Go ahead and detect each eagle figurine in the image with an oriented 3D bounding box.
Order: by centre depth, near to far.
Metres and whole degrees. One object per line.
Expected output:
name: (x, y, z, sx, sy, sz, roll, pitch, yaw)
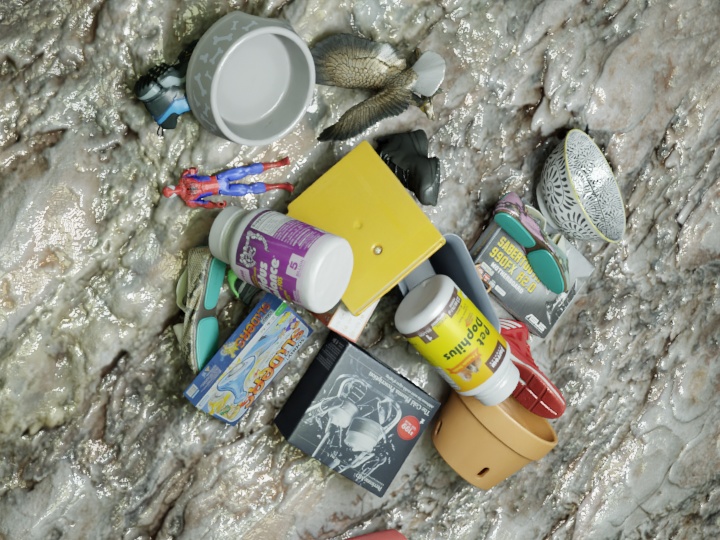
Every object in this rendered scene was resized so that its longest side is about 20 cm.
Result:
eagle figurine: (0.025, -0.274, 1.343, 0.197, 0.152, 0.153, -3, 120, -23)

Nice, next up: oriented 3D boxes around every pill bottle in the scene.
pill bottle: (-0.118, -0.023, 1.254, 0.112, 0.198, 0.114, -41, 142, -43)
pill bottle: (0.150, 0.110, 1.310, 0.109, 0.109, 0.200, -46, 110, -7)

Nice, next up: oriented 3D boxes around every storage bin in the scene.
storage bin: (0.126, 0.034, 1.420, 0.144, 0.134, 0.202, -31, 108, -12)

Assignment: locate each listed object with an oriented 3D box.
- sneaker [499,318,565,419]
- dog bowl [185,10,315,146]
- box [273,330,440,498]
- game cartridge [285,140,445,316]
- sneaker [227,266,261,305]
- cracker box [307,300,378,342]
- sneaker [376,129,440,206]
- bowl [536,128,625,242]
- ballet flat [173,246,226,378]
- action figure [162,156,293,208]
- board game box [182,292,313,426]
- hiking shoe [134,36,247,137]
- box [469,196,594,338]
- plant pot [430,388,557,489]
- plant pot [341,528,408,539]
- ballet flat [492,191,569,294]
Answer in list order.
sneaker: (0.284, 0.151, 1.482, 0.200, 0.079, 0.115, 43, 47, 12)
dog bowl: (-0.151, -0.273, 1.269, 0.198, 0.059, 0.203, -22, 130, -29)
box: (-0.006, 0.232, 1.422, 0.199, 0.104, 0.184, 34, 88, -20)
game cartridge: (0.001, -0.064, 1.298, 0.176, 0.032, 0.201, -39, 71, 5)
sneaker: (-0.107, -0.001, 1.364, 0.197, 0.077, 0.085, -20, 96, -4)
cracker box: (0.000, 0.000, 1.371, 0.057, 0.134, 0.202, 31, 87, -19)
sneaker: (0.071, -0.155, 1.348, 0.089, 0.201, 0.077, -2, 119, -9)
bowl: (0.359, -0.126, 1.478, 0.200, 0.093, 0.204, 30, 49, -40)
ballet flat: (-0.250, 0.062, 1.333, 0.074, 0.068, 0.204, 7, 94, 25)
action figure: (-0.195, -0.130, 1.305, 0.197, 0.099, 0.066, -10, 101, -15)
board game box: (-0.168, 0.138, 1.346, 0.201, 0.034, 0.135, -50, 152, -5)
hiking shoe: (-0.233, -0.285, 1.288, 0.198, 0.074, 0.087, -32, 126, -9)
box: (0.290, -0.005, 1.515, 0.199, 0.048, 0.159, 41, 85, -20)
plant pot: (0.211, 0.267, 1.468, 0.199, 0.201, 0.141, 35, 104, -20)
plant pot: (0.005, 0.526, 1.435, 0.175, 0.200, 0.204, -15, 103, -26)
ballet flat: (0.297, -0.052, 1.456, 0.200, 0.069, 0.071, 48, 62, -19)
